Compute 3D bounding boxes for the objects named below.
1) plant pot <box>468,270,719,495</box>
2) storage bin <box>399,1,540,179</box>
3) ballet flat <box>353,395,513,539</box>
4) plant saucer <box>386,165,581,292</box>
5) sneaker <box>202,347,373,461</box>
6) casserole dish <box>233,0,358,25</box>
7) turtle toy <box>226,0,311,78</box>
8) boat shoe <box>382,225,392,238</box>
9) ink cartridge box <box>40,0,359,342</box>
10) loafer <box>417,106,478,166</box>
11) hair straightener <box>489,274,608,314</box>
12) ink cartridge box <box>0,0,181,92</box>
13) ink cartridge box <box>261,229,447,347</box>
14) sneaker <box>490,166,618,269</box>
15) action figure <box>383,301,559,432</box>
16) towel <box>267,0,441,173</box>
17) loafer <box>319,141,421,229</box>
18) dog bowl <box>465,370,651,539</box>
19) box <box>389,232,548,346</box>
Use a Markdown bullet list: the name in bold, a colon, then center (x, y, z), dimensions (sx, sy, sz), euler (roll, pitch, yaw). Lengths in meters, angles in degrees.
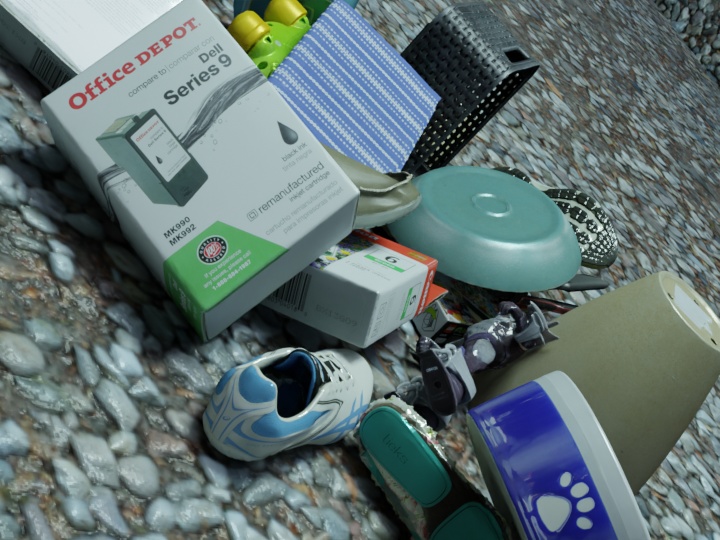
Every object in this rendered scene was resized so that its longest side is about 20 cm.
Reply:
- **plant pot**: center (0.228, 0.099, 1.160), dimensions (0.186, 0.200, 0.188), euler (34, 27, -20)
- **storage bin**: center (0.074, -0.171, 1.323), dimensions (0.094, 0.200, 0.135), euler (47, 25, 7)
- **ballet flat**: center (0.067, 0.180, 0.950), dimensions (0.202, 0.075, 0.064), euler (60, 12, 20)
- **plant saucer**: center (0.122, -0.050, 1.243), dimensions (0.197, 0.036, 0.201), euler (10, 32, -6)
- **sneaker**: center (-0.037, 0.086, 0.927), dimensions (0.072, 0.073, 0.199), euler (49, 24, 14)
- **casserole dish**: center (-0.069, -0.262, 1.301), dimensions (0.119, 0.200, 0.039), euler (16, 69, -9)
- **turtle toy**: center (-0.061, -0.180, 1.240), dimensions (0.146, 0.101, 0.200), euler (47, 33, 0)
- **boat shoe**: center (0.091, -0.061, 1.342), dimensions (0.072, 0.068, 0.199), euler (53, 26, 16)
- **ink cartridge box**: center (-0.117, -0.076, 0.942), dimensions (0.201, 0.145, 0.084), euler (50, -14, 11)
- **loafer**: center (0.091, -0.173, 1.509), dimensions (0.076, 0.068, 0.200), euler (43, 25, -4)
- **hair straightener**: center (0.189, 0.003, 1.316), dimensions (0.198, 0.078, 0.041), euler (10, 8, -43)
- **ink cartridge box**: center (-0.209, -0.233, 1.065), dimensions (0.109, 0.050, 0.201), euler (42, 53, -7)
- **ink cartridge box**: center (0.000, 0.000, 1.069), dimensions (0.108, 0.051, 0.200), euler (22, 19, 18)
- **sneaker**: center (0.211, -0.046, 1.440), dimensions (0.199, 0.077, 0.089), euler (34, -19, 39)
- **action figure**: center (0.094, 0.072, 1.097), dimensions (0.070, 0.130, 0.200), euler (56, 34, 0)
- **towel**: center (-0.009, -0.149, 1.160), dimensions (0.145, 0.024, 0.201), euler (44, 42, -12)
- **loafer**: center (-0.046, -0.078, 1.046), dimensions (0.197, 0.071, 0.075), euler (4, 14, -6)
- **dog bowl**: center (0.149, 0.182, 0.944), dimensions (0.200, 0.078, 0.203), euler (158, -89, -88)
- **box**: center (0.109, 0.030, 1.274), dimensions (0.199, 0.035, 0.111), euler (12, 41, -50)
